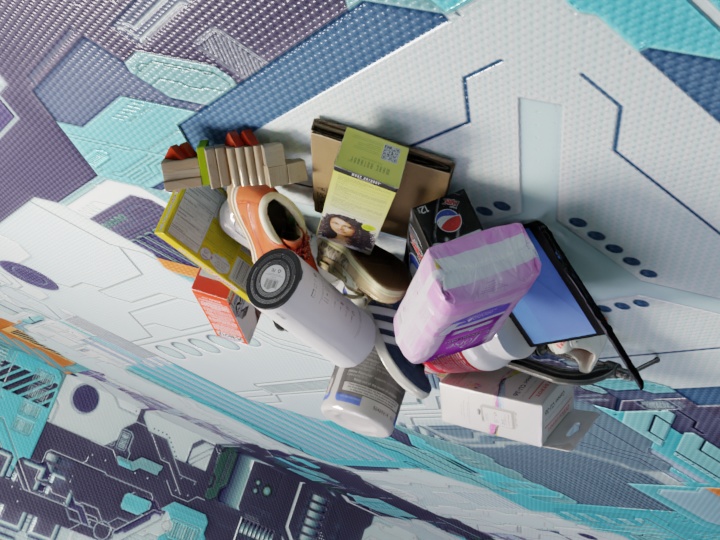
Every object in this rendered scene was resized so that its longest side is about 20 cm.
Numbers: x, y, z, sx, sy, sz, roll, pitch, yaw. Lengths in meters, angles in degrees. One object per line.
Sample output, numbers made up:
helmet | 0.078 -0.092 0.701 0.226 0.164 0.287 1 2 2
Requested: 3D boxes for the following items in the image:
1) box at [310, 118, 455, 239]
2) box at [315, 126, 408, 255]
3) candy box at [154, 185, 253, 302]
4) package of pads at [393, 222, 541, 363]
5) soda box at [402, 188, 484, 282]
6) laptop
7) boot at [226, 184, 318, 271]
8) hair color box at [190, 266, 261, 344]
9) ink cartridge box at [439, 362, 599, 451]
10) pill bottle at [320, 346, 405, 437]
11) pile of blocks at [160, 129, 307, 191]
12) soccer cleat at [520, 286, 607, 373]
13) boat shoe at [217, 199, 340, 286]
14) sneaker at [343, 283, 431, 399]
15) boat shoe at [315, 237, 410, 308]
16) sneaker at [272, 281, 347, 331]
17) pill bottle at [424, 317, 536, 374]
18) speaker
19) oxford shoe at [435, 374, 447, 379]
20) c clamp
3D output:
box | 0.021 -0.096 1.148 0.161 0.022 0.201 17 158 5
box | -0.001 -0.082 1.099 0.074 0.051 0.200 18 158 0
candy box | -0.189 -0.045 1.348 0.026 0.104 0.200 1 152 38
package of pads | 0.112 0.030 1.098 0.119 0.077 0.201 -14 158 -16
soda box | 0.094 -0.016 1.168 0.070 0.064 0.201 -21 160 -9
laptop | 0.214 0.046 1.129 0.103 0.201 0.178 -33 112 11
boot | -0.093 -0.024 1.241 0.107 0.075 0.202 25 148 55
hair color box | -0.193 0.025 1.513 0.063 0.113 0.201 16 160 8
ink cartridge box | 0.223 0.178 1.378 0.197 0.116 0.069 10 117 32
pill bottle | 0.024 0.131 1.453 0.112 0.203 0.114 17 160 7
pile of blocks | -0.151 -0.137 1.173 0.196 0.082 0.063 0 111 21
soccer cleat | 0.248 0.060 1.250 0.199 0.079 0.069 35 154 -33
boat shoe | -0.098 -0.036 1.332 0.198 0.072 0.069 31 156 -22
sneaker | 0.056 0.070 1.324 0.084 0.202 0.075 -33 166 13
boat shoe | 0.000 0.000 1.227 0.072 0.064 0.200 9 -161 -27
sneaker | -0.073 0.039 1.432 0.196 0.117 0.081 13 160 17
pill bottle | 0.146 0.082 1.347 0.111 0.114 0.199 31 157 -29
speaker | -0.056 0.051 1.230 0.080 0.082 0.200 5 159 32
oxford shoe | 0.154 0.135 1.531 0.073 0.072 0.199 32 156 -23
c clamp | 0.285 0.127 1.367 0.198 0.028 0.169 14 -160 42
